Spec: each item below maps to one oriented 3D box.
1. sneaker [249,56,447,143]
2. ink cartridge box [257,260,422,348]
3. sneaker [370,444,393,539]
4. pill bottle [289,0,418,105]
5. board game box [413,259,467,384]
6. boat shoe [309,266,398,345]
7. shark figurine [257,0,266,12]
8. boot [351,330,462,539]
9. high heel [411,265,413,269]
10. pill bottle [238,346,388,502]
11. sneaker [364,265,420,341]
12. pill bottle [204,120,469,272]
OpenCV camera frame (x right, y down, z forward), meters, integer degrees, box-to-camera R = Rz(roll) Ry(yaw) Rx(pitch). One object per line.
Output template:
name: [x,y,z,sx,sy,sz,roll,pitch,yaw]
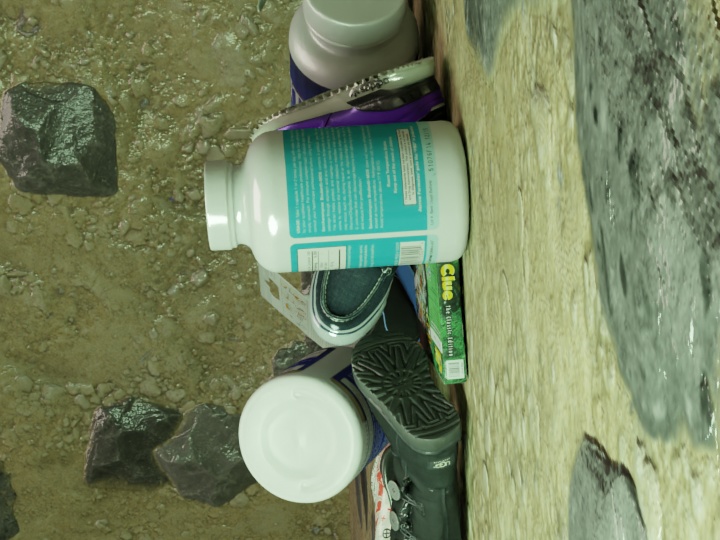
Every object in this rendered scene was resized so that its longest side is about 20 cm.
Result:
sneaker: [-0.008,-0.107,1.233,0.069,0.199,0.100,-30,-78,-50]
ink cartridge box: [-0.022,0.053,1.562,0.200,0.050,0.162,41,166,10]
sneaker: [0.045,0.281,1.549,0.108,0.067,0.203,144,126,-87]
pill bottle: [-0.006,-0.193,1.333,0.200,0.119,0.120,92,174,-57]
board game box: [0.067,0.028,1.256,0.200,0.023,0.106,-116,24,-82]
boat shoe: [0.009,-0.036,1.280,0.091,0.070,0.201,99,-167,-62]
shark figurine: [-0.009,-0.291,1.604,0.089,0.214,0.129,-19,36,49]
boot: [0.043,0.176,1.267,0.165,0.065,0.201,-119,18,-54]
high heel: [0.026,-0.025,1.508,0.143,0.071,0.201,-105,17,-80]
pill bottle: [-0.028,0.137,1.379,0.200,0.119,0.121,-27,-65,-71]
sneaker: [0.000,0.000,1.437,0.070,0.077,0.200,96,151,-46]
pill bottle: [-0.020,-0.056,1.123,0.111,0.198,0.112,177,90,-86]
